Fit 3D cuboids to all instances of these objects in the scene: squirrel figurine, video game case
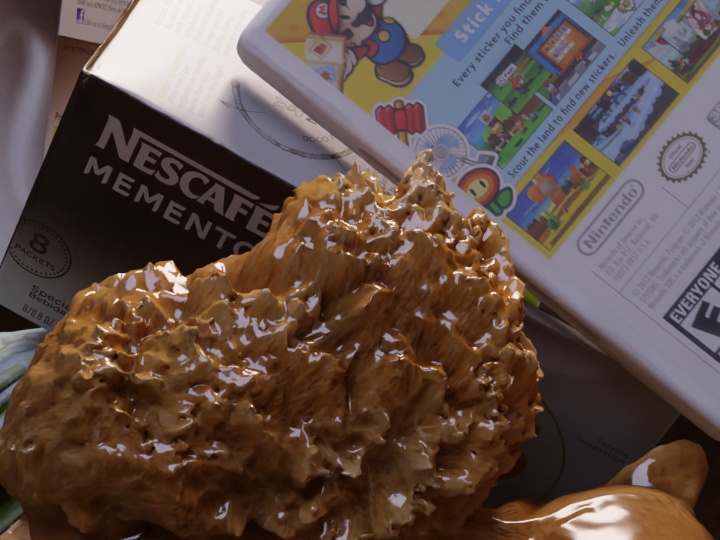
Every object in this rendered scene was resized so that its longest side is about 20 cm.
[{"bbox_3d":[0.006,0.075,0.712,0.186,0.200,0.142,-1,32,13],"label":"squirrel figurine"},{"bbox_3d":[0.096,-0.082,0.757,0.182,0.023,0.200,39,80,7],"label":"video game case"}]

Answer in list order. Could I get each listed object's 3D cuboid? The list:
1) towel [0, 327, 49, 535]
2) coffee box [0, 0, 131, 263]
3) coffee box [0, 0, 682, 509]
[{"bbox_3d":[-0.186,0.071,0.827,0.200,0.048,0.171,-10,17,31],"label":"towel"},{"bbox_3d":[-0.142,-0.095,0.969,0.113,0.200,0.080,6,-3,21],"label":"coffee box"},{"bbox_3d":[0.000,0.000,0.806,0.200,0.114,0.080,30,45,-2],"label":"coffee box"}]
